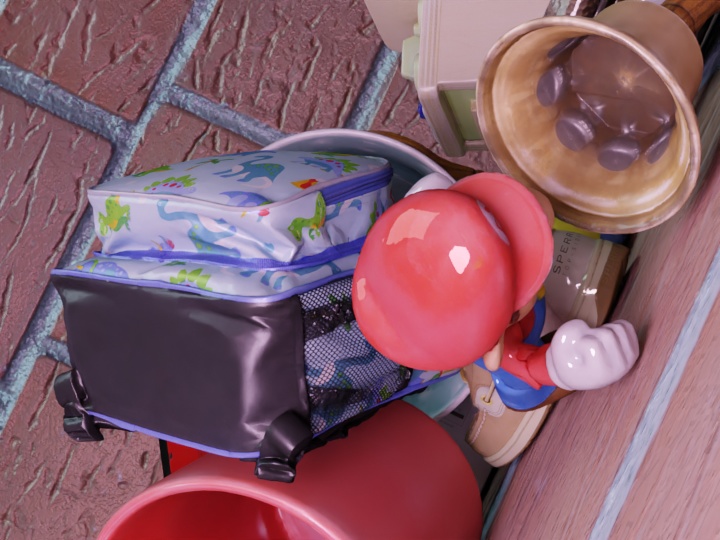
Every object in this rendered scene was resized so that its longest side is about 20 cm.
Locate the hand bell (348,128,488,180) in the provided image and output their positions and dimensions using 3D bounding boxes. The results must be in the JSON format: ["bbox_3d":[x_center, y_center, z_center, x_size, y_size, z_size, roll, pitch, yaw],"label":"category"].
[{"bbox_3d":[0.081,-0.068,1.096,0.104,0.198,0.105,19,-90,-87],"label":"hand bell"}]

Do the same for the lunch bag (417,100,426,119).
[{"bbox_3d":[0.160,-0.178,1.219,0.128,0.169,0.201,94,-161,-56],"label":"lunch bag"}]

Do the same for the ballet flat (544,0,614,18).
[{"bbox_3d":[0.135,-0.187,0.800,0.201,0.046,0.067,-69,-14,15],"label":"ballet flat"}]

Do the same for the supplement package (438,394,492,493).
[{"bbox_3d":[0.037,0.137,1.046,0.114,0.109,0.201,-21,-44,-85],"label":"supplement package"}]

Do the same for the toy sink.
[{"bbox_3d":[0.101,-0.160,1.093,0.130,0.198,0.113,55,-142,-67],"label":"toy sink"}]

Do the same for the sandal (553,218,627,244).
[{"bbox_3d":[0.119,0.000,0.894,0.200,0.079,0.088,121,146,-86],"label":"sandal"}]

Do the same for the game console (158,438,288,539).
[{"bbox_3d":[-0.069,0.173,1.003,0.172,0.118,0.202,-33,60,44],"label":"game console"}]

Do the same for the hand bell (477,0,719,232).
[{"bbox_3d":[0.147,-0.117,0.669,0.200,0.104,0.104,-47,-13,-37],"label":"hand bell"}]

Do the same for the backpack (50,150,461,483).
[{"bbox_3d":[-0.041,0.011,0.766,0.199,0.182,0.149,-11,-77,-51],"label":"backpack"}]

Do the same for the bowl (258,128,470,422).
[{"bbox_3d":[0.000,0.000,0.930,0.202,0.200,0.105,-66,-5,19],"label":"bowl"}]

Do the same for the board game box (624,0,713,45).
[{"bbox_3d":[0.198,-0.185,0.838,0.135,0.034,0.200,-64,-13,-2],"label":"board game box"}]

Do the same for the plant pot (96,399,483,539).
[{"bbox_3d":[-0.025,0.166,0.797,0.177,0.199,0.202,-39,-24,-58],"label":"plant pot"}]

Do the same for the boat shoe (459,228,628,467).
[{"bbox_3d":[0.090,0.041,0.817,0.201,0.066,0.074,110,-174,-49],"label":"boat shoe"}]

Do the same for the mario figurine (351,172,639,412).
[{"bbox_3d":[0.067,0.003,0.638,0.200,0.122,0.107,43,-126,-71],"label":"mario figurine"}]
